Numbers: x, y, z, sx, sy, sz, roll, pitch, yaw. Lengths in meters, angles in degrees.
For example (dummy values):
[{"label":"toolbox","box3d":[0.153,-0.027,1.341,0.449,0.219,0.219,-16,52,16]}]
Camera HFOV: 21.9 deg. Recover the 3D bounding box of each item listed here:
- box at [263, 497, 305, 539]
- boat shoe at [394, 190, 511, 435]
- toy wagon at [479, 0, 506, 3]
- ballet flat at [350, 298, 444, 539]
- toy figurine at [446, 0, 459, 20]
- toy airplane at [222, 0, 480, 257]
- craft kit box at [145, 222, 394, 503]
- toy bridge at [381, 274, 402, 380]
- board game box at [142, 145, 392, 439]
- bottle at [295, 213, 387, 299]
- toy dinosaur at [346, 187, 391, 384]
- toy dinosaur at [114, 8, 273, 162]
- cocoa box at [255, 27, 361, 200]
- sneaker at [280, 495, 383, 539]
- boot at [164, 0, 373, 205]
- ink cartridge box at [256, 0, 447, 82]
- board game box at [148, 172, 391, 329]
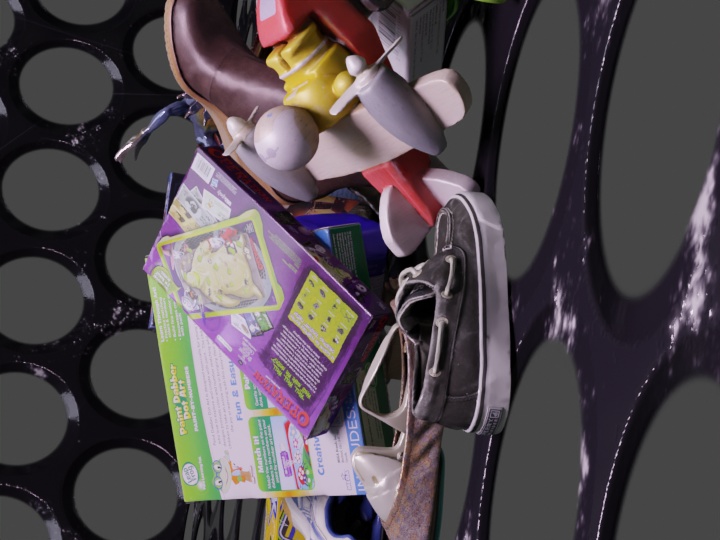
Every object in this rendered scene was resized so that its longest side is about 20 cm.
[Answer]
[{"label":"box","box3d":[-0.047,0.216,1.650,0.064,0.070,0.201,116,160,-57]},{"label":"boat shoe","box3d":[0.057,0.018,1.189,0.200,0.063,0.071,-92,13,-48]},{"label":"toy wagon","box3d":[0.099,-0.260,1.258,0.200,0.039,0.156,-113,32,-72]},{"label":"ballet flat","box3d":[0.029,0.111,1.273,0.068,0.067,0.201,-159,77,-81]},{"label":"toy figurine","box3d":[0.048,-0.321,1.413,0.150,0.200,0.184,3,52,41]},{"label":"toy airplane","box3d":[-0.011,-0.097,1.294,0.199,0.141,0.200,38,139,30]},{"label":"craft kit box","box3d":[-0.070,0.074,1.421,0.197,0.048,0.201,-7,93,37]},{"label":"toy bridge","box3d":[0.038,0.050,1.398,0.200,0.027,0.067,-99,19,-62]},{"label":"board game box","box3d":[-0.072,0.014,1.369,0.200,0.032,0.120,44,119,25]},{"label":"bottle","box3d":[-0.028,0.057,1.467,0.065,0.083,0.201,25,114,51]},{"label":"toy dinosaur","box3d":[0.000,0.000,1.535,0.102,0.077,0.201,102,176,-68]},{"label":"toy dinosaur","box3d":[-0.119,-0.138,1.670,0.200,0.105,0.182,-47,11,9]},{"label":"cocoa box","box3d":[-0.030,-0.158,1.676,0.131,0.133,0.201,-102,21,-59]},{"label":"sneaker","box3d":[-0.012,0.190,1.499,0.200,0.075,0.088,-107,36,-54]},{"label":"boot","box3d":[-0.062,-0.149,1.496,0.166,0.072,0.200,-5,115,43]},{"label":"ink cartridge box","box3d":[-0.011,-0.202,1.428,0.044,0.174,0.200,-39,-20,-18]},{"label":"board game box","box3d":[-0.076,-0.003,1.613,0.035,0.199,0.136,159,118,-79]}]
